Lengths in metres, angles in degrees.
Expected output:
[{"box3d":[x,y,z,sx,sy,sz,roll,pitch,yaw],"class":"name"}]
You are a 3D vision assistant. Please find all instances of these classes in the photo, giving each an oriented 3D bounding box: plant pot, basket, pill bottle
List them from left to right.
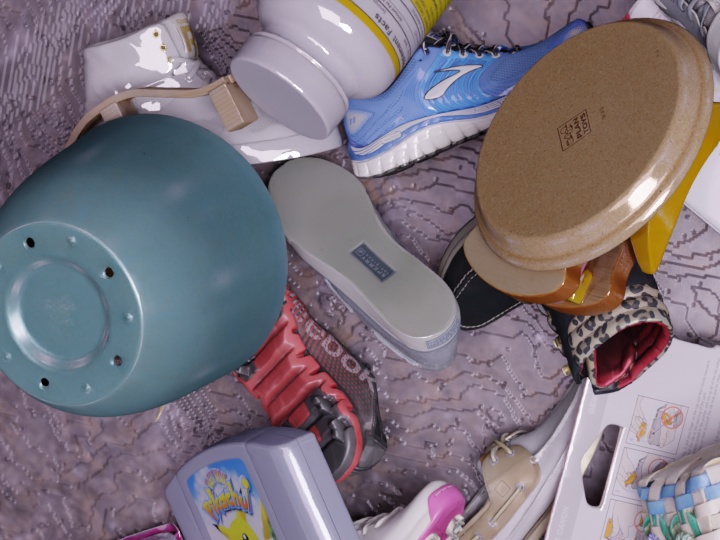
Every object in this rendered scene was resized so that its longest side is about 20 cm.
[{"box3d":[-0.170,0.009,1.329,0.198,0.161,0.203,6,108,19],"class":"plant pot"},{"box3d":[0.000,-0.194,1.355,0.112,0.113,0.201,34,74,7],"class":"pill bottle"},{"box3d":[0.266,0.212,1.281,0.138,0.176,0.202,-23,86,-16],"class":"basket"}]

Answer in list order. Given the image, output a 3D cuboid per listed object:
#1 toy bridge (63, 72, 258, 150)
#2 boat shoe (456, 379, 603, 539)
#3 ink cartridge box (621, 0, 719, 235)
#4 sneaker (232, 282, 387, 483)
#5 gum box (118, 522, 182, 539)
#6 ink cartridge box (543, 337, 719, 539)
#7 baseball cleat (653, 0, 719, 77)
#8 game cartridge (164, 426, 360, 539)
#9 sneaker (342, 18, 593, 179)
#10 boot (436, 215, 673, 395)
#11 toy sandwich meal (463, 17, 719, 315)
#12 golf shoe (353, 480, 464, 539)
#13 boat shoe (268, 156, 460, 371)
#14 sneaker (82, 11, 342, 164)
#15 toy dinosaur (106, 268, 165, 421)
[{"box3d":[-0.163,-0.094,1.405,0.199,0.027,0.068,-29,87,25],"class":"toy bridge"},{"box3d":[0.116,0.151,1.401,0.068,0.075,0.201,29,98,2],"class":"boat shoe"},{"box3d":[0.260,-0.111,1.356,0.200,0.086,0.148,41,99,6],"class":"ink cartridge box"},{"box3d":[-0.043,0.072,1.431,0.071,0.098,0.201,-43,61,22],"class":"sneaker"},{"box3d":[-0.205,0.276,1.460,0.198,0.066,0.115,-20,98,13],"class":"gum box"},{"box3d":[0.222,0.147,1.373,0.174,0.045,0.202,14,95,-7],"class":"ink cartridge box"},{"box3d":[0.231,-0.177,1.263,0.070,0.106,0.200,-43,81,14],"class":"baseball cleat"},{"box3d":[-0.072,0.183,1.393,0.040,0.200,0.135,-18,84,-33],"class":"game cartridge"},{"box3d":[0.073,-0.139,1.394,0.198,0.079,0.090,-22,91,11],"class":"sneaker"},{"box3d":[0.128,0.022,1.330,0.204,0.073,0.155,-44,44,39],"class":"boot"},{"box3d":[0.153,-0.066,1.244,0.205,0.206,0.070,-46,126,10],"class":"toy sandwich meal"},{"box3d":[0.000,0.208,1.403,0.092,0.075,0.201,48,124,19],"class":"golf shoe"},{"box3d":[0.001,0.000,1.410,0.070,0.072,0.201,-33,57,-15],"class":"boat shoe"},{"box3d":[-0.114,-0.133,1.432,0.198,0.074,0.117,-2,95,12],"class":"sneaker"},{"box3d":[-0.162,0.003,1.466,0.101,0.058,0.201,-37,78,25],"class":"toy dinosaur"}]
